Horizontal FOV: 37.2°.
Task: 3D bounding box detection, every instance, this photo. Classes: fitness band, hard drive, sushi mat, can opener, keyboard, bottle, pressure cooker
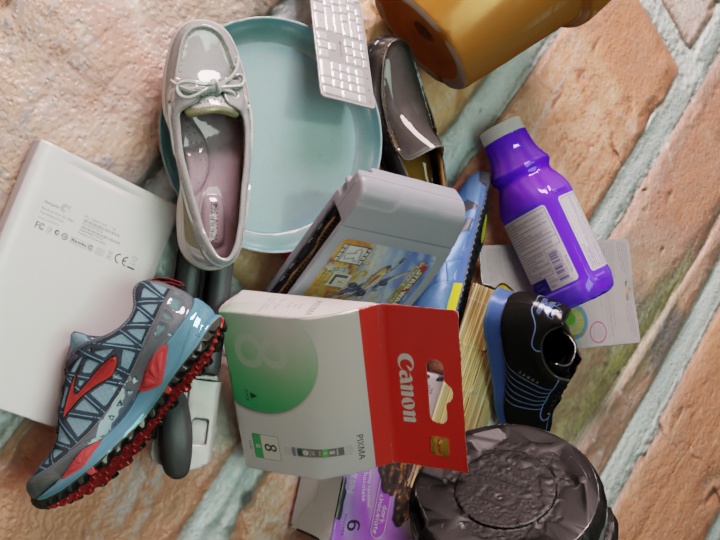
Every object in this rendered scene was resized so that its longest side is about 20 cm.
[{"bbox_3d":[-0.003,-0.076,1.006,0.143,0.037,0.202,26,80,-36],"label":"fitness band"},{"bbox_3d":[-0.235,0.017,0.846,0.131,0.026,0.202,27,78,-35],"label":"hard drive"},{"bbox_3d":[0.103,0.117,1.017,0.095,0.012,0.202,29,76,-46],"label":"sushi mat"},{"bbox_3d":[-0.137,0.071,0.894,0.053,0.067,0.203,8,89,-17],"label":"can opener"},{"bbox_3d":[-0.022,-0.235,0.942,0.056,0.011,0.202,12,61,-39],"label":"keyboard"},{"bbox_3d":[0.185,-0.058,1.098,0.065,0.083,0.202,-22,85,-33],"label":"bottle"},{"bbox_3d":[0.135,0.261,0.958,0.174,0.179,0.202,-18,125,-16],"label":"pressure cooker"}]

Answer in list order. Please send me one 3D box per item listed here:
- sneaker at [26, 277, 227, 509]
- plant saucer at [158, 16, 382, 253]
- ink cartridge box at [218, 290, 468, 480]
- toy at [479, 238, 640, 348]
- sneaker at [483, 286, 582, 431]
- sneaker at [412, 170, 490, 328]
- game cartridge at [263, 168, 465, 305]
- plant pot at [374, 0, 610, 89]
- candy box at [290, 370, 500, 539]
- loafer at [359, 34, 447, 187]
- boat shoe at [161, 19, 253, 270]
[{"bbox_3d":[-0.196,0.092,0.833,0.095,0.079,0.200,39,83,10],"label":"sneaker"},{"bbox_3d":[-0.077,-0.116,0.924,0.198,0.027,0.203,1,89,-21],"label":"plant saucer"},{"bbox_3d":[-0.014,0.103,0.898,0.050,0.198,0.163,-47,137,-54],"label":"ink cartridge box"},{"bbox_3d":[0.208,0.029,1.162,0.198,0.047,0.117,-3,85,-29],"label":"toy"},{"bbox_3d":[0.172,0.102,1.021,0.070,0.077,0.201,-54,142,-33],"label":"sneaker"},{"bbox_3d":[0.079,-0.022,1.055,0.066,0.078,0.202,77,28,-56],"label":"sneaker"},{"bbox_3d":[0.000,0.000,0.937,0.132,0.042,0.200,13,130,-33],"label":"game cartridge"},{"bbox_3d":[0.117,-0.277,0.995,0.183,0.200,0.201,-44,119,-8],"label":"plant pot"},{"bbox_3d":[0.045,0.180,1.041,0.198,0.071,0.170,14,85,-37],"label":"candy box"},{"bbox_3d":[0.050,-0.115,0.977,0.072,0.072,0.202,-23,109,-34],"label":"loafer"},{"bbox_3d":[-0.118,-0.103,0.860,0.074,0.065,0.205,1,88,-20],"label":"boat shoe"}]
